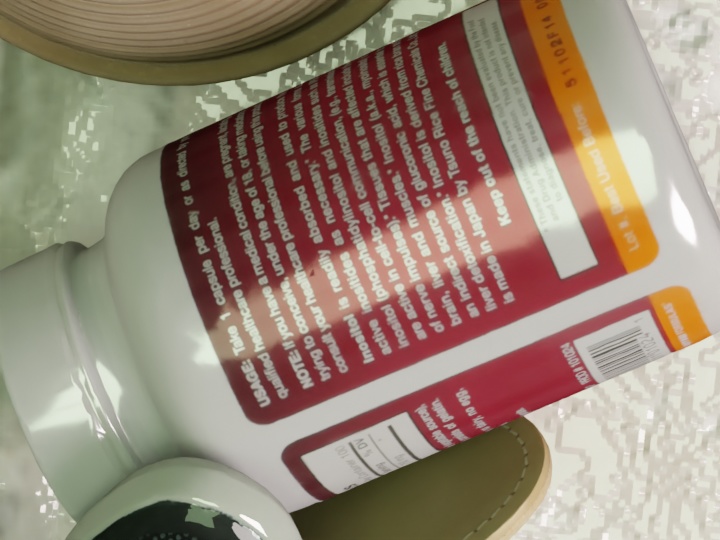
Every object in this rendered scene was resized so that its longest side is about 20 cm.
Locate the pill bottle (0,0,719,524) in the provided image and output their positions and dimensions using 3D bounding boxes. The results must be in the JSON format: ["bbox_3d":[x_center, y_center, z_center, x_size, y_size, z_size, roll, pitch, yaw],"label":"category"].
[{"bbox_3d":[0.000,0.000,0.773,0.199,0.113,0.114,-23,95,8],"label":"pill bottle"}]

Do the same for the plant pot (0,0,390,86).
[{"bbox_3d":[-0.062,-0.139,0.750,0.199,0.093,0.202,3,113,6],"label":"plant pot"}]

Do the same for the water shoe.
[{"bbox_3d":[-0.077,0.142,0.753,0.071,0.079,0.200,27,119,-10],"label":"water shoe"}]

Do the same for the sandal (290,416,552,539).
[{"bbox_3d":[-0.019,0.116,0.825,0.211,0.078,0.070,-29,125,15],"label":"sandal"}]
